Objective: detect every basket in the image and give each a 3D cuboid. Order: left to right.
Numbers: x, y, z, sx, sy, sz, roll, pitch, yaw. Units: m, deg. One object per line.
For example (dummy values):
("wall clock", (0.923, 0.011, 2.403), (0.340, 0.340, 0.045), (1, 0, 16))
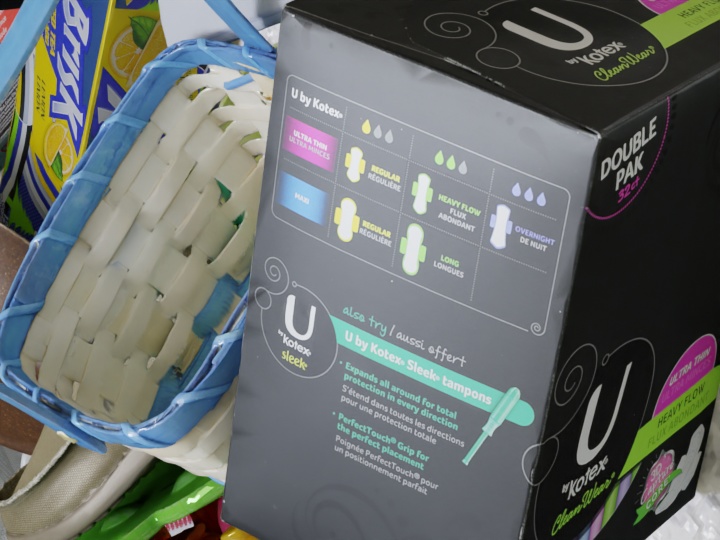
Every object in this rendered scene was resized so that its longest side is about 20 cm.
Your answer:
("basket", (-0.076, -0.013, 0.905), (0.139, 0.177, 0.200), (19, 161, 43))

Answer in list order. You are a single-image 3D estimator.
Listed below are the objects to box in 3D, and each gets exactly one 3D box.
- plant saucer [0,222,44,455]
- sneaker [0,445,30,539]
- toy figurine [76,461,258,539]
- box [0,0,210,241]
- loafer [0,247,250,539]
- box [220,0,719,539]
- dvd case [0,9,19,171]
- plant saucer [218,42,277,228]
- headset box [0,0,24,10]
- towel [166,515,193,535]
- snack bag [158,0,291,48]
("plant saucer", (-0.183, 0.032, 1.161), (0.199, 0.037, 0.201), (26, 154, 14))
("sneaker", (-0.201, 0.070, 1.286), (0.074, 0.079, 0.202), (164, 94, -73))
("toy figurine", (-0.040, 0.170, 1.072), (0.200, 0.150, 0.184), (-32, 99, 39))
("box", (-0.109, -0.089, 1.107), (0.064, 0.070, 0.201), (46, 133, 39))
("loafer", (-0.101, 0.050, 1.067), (0.067, 0.076, 0.200), (46, 121, -3))
("box", (0.050, 0.000, 0.836), (0.124, 0.148, 0.201), (24, 122, 27))
("dvd case", (-0.229, -0.133, 1.273), (0.146, 0.022, 0.201), (-46, 64, 29))
("plant saucer", (0.000, 0.000, 1.030), (0.199, 0.031, 0.202), (24, 121, 48))
("headset box", (-0.198, -0.252, 1.156), (0.201, 0.092, 0.175), (56, 136, 26))
("towel", (-0.093, 0.105, 1.206), (0.144, 0.023, 0.201), (-26, 81, 54))
("snack bag", (-0.055, -0.183, 0.914), (0.188, 0.021, 0.201), (-12, 95, 54))
